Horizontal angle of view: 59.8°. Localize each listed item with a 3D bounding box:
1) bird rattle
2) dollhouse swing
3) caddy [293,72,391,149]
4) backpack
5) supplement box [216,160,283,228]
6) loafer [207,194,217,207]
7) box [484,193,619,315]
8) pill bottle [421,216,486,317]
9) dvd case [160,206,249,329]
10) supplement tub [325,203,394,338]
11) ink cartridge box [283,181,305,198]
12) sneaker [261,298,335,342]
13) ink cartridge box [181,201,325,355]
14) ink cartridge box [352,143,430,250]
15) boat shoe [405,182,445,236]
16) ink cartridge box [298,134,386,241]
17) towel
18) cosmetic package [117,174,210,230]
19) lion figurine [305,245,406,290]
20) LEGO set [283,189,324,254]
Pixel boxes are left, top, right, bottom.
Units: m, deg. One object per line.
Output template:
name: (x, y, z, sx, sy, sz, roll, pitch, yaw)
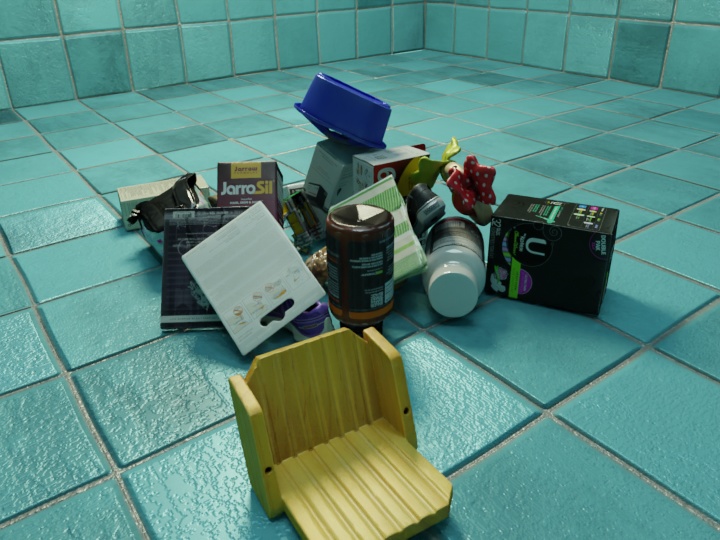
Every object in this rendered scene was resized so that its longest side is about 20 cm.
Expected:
bird rattle: (0.192, -0.150, 1.115, 0.113, 0.164, 0.200, -44, 37, -5)
dollhouse swing: (-0.015, 0.179, 0.687, 0.197, 0.186, 0.175, -15, 10, -26)
caddy: (-0.031, -0.300, 1.214, 0.197, 0.106, 0.142, 23, 20, -7)
backpack: (-0.356, -0.095, 1.246, 0.166, 0.127, 0.200, -40, 32, -8)
supplement box: (-0.194, -0.084, 1.111, 0.108, 0.205, 0.086, -2, -10, 0)
loafer: (-0.268, -0.126, 1.292, 0.066, 0.077, 0.200, -26, 5, -10)
box: (0.329, -0.033, 1.081, 0.196, 0.152, 0.124, 12, 29, 24)
pill bottle: (0.161, -0.006, 1.081, 0.108, 0.113, 0.201, 3, 28, 8)
dvd case: (-0.256, -0.006, 1.043, 0.145, 0.205, 0.016, -2, -13, -1)
supplement tub: (0.000, 0.009, 0.960, 0.104, 0.204, 0.107, 0, 26, 0)
ink cartridge box: (-0.111, -0.194, 1.504, 0.194, 0.044, 0.199, -13, 10, -22)
sneaker: (-0.111, 0.048, 1.021, 0.198, 0.085, 0.080, 22, 35, 39)
ink cartridge box: (-0.166, 0.012, 0.992, 0.161, 0.050, 0.201, -35, 72, -7)
ink cartridge box: (0.078, -0.133, 1.228, 0.173, 0.204, 0.084, -17, 29, -27)
boat shoe: (0.108, -0.111, 1.121, 0.069, 0.067, 0.200, -36, -6, 2)
ink cartridge box: (-0.045, -0.179, 1.313, 0.084, 0.202, 0.144, 41, 44, 19)
towel: (0.022, -0.056, 1.082, 0.150, 0.023, 0.203, -25, 58, 13)
cosmetic package: (-0.451, -0.159, 1.445, 0.196, 0.073, 0.105, -12, 29, -20)
lion figurine: (0.000, 0.000, 1.123, 0.197, 0.074, 0.123, 18, 45, 22)
LEGO set: (-0.166, -0.067, 1.256, 0.152, 0.117, 0.200, -22, 13, 28)
